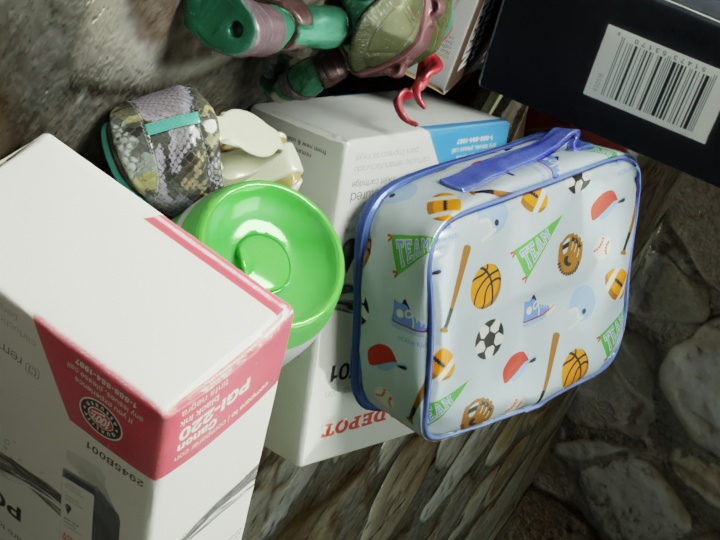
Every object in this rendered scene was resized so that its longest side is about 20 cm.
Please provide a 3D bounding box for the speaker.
[{"bbox_3d":[-0.082,0.028,0.810,0.088,0.088,0.200,-50,-174,-34],"label":"speaker"}]

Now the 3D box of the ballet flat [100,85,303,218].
[{"bbox_3d":[-0.066,-0.048,0.844,0.072,0.072,0.200,-59,165,-1],"label":"ballet flat"}]

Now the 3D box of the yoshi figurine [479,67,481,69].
[{"bbox_3d":[0.123,-0.197,1.173,0.200,0.112,0.112,-39,144,-51],"label":"yoshi figurine"}]

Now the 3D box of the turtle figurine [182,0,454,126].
[{"bbox_3d":[-0.002,-0.145,0.850,0.200,0.101,0.150,-3,119,-65],"label":"turtle figurine"}]

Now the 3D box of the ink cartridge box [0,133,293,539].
[{"bbox_3d":[-0.122,0.064,0.735,0.085,0.146,0.200,-41,157,-37],"label":"ink cartridge box"}]

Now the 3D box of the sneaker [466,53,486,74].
[{"bbox_3d":[0.080,-0.227,1.060,0.088,0.074,0.200,34,81,-57],"label":"sneaker"}]

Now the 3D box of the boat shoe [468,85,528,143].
[{"bbox_3d":[0.089,-0.062,1.127,0.203,0.075,0.075,-62,178,26],"label":"boat shoe"}]

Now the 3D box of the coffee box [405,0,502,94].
[{"bbox_3d":[0.065,-0.219,0.945,0.114,0.080,0.200,-47,162,-54],"label":"coffee box"}]

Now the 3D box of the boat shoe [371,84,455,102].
[{"bbox_3d":[0.004,-0.054,1.125,0.200,0.060,0.074,122,-16,-54],"label":"boat shoe"}]

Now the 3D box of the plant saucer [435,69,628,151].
[{"bbox_3d":[0.130,-0.128,1.223,0.200,0.199,0.037,-47,125,-39],"label":"plant saucer"}]

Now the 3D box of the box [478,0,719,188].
[{"bbox_3d":[0.202,-0.168,0.972,0.118,0.196,0.200,105,12,-50],"label":"box"}]

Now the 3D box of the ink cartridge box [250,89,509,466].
[{"bbox_3d":[0.000,0.000,0.991,0.146,0.086,0.200,-12,116,-44],"label":"ink cartridge box"}]

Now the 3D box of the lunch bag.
[{"bbox_3d":[0.083,0.000,0.960,0.200,0.075,0.161,-22,121,-40],"label":"lunch bag"}]
